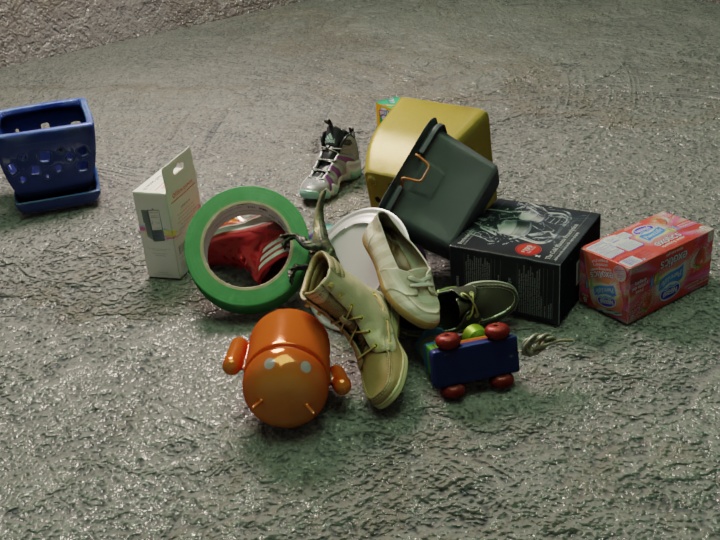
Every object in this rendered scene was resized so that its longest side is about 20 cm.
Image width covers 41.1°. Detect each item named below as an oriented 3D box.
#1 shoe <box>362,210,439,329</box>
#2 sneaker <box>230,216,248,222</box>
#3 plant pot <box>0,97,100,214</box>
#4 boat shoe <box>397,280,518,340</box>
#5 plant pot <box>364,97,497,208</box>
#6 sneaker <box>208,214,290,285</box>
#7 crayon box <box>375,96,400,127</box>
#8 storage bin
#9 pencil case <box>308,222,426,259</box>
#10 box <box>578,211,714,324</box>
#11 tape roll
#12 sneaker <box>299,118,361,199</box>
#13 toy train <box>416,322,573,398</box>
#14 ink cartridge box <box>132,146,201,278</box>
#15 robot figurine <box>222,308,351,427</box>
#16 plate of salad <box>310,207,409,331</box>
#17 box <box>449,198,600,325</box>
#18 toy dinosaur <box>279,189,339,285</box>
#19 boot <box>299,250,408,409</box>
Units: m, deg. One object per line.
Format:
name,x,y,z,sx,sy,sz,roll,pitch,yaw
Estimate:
shoe,0.059,-0.003,1.361,0.069,0.054,0.201,-4,48,-33
sneaker,-0.215,-0.058,1.720,0.199,0.073,0.077,18,58,41
plant pot,-0.638,-0.233,1.975,0.197,0.182,0.200,-13,28,-14
boat shoe,0.138,0.059,1.398,0.199,0.073,0.060,-12,-4,-4
plant pot,0.112,-0.171,1.752,0.193,0.197,0.200,15,45,33
sneaker,-0.198,-0.019,1.609,0.199,0.078,0.117,-24,56,32
crayon box,0.110,-0.285,2.034,0.058,0.120,0.200,-19,31,-27
storage bin,0.130,-0.123,1.542,0.133,0.201,0.146,28,-8,16
pencil case,0.006,-0.018,1.568,0.198,0.093,0.085,15,-11,34
box,0.438,-0.008,1.474,0.198,0.096,0.102,-22,32,-31
tape roll,-0.178,-0.033,1.529,0.197,0.048,0.203,0,71,0
sneaker,-0.066,-0.233,1.934,0.077,0.142,0.200,9,29,24
toy train,0.179,0.104,1.324,0.197,0.086,0.116,-10,14,-12
ink cartridge box,-0.328,-0.102,1.652,0.066,0.202,0.117,4,28,17
robot figurine,-0.094,0.128,1.267,0.116,0.144,0.201,-36,22,16
plate of salad,0.000,0.000,1.479,0.199,0.202,0.048,24,-4,44
box,0.261,-0.020,1.513,0.180,0.105,0.200,10,30,28
toy dinosaur,-0.075,-0.028,1.480,0.087,0.048,0.202,-13,61,1
boot,-0.011,0.076,1.285,0.072,0.155,0.201,-34,35,27
